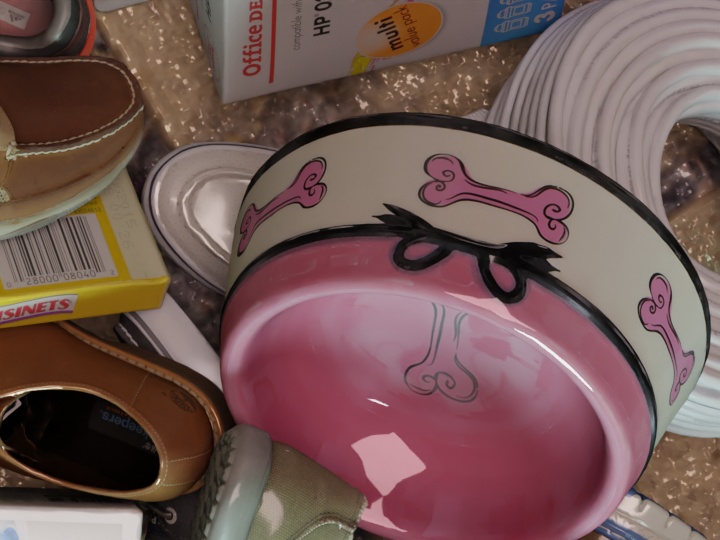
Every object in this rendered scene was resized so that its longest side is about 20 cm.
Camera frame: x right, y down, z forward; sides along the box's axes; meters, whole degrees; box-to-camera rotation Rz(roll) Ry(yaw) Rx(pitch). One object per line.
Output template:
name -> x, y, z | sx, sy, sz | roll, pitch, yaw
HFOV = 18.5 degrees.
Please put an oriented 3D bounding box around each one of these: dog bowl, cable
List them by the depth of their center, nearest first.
dog bowl -> 0.033, 0.035, 0.873 | 0.199, 0.200, 0.074 | 29, 51, -9
cable -> 0.147, -0.030, 0.964 | 0.200, 0.069, 0.200 | 49, 59, -5

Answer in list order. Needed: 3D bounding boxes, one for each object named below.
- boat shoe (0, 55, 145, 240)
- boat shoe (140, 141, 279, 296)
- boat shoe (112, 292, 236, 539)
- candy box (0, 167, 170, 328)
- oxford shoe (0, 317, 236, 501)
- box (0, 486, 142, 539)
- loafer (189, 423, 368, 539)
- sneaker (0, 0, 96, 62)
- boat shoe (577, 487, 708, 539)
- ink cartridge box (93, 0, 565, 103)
boat shoe -> -0.170, -0.055, 0.867 | 0.199, 0.072, 0.076 | -17, 55, -32
boat shoe -> 0.000, 0.000, 0.960 | 0.199, 0.070, 0.071 | 28, 84, -10
boat shoe -> -0.062, 0.104, 0.951 | 0.066, 0.070, 0.201 | -31, 102, -12
candy box -> -0.185, -0.017, 0.897 | 0.199, 0.026, 0.103 | -7, 51, -26
oxford shoe -> -0.152, 0.046, 0.903 | 0.199, 0.071, 0.072 | 14, 101, 16
box -> -0.152, 0.192, 0.910 | 0.112, 0.101, 0.202 | 2, 88, -11
loafer -> -0.047, 0.159, 0.892 | 0.069, 0.075, 0.201 | 14, 118, -8
sneaker -> -0.204, -0.131, 0.918 | 0.199, 0.082, 0.078 | 12, 86, -11
boat shoe -> 0.151, 0.162, 0.977 | 0.199, 0.072, 0.073 | 34, 85, -21
ink cartridge box -> -0.011, -0.138, 0.931 | 0.199, 0.115, 0.068 | -13, 61, -11
